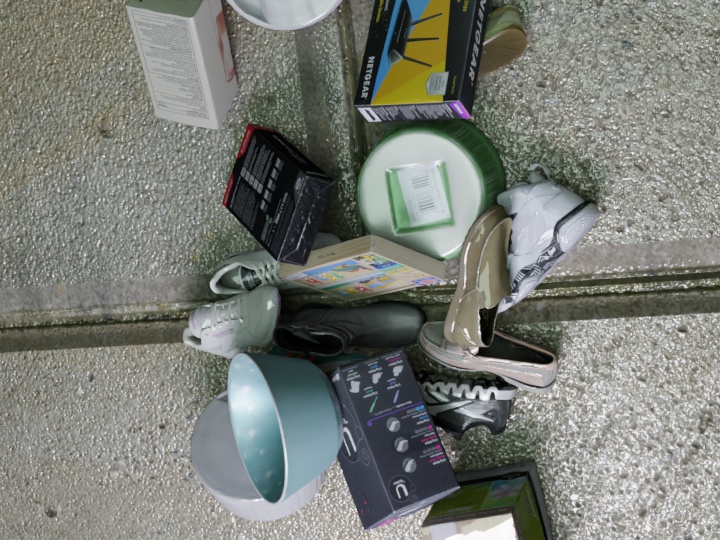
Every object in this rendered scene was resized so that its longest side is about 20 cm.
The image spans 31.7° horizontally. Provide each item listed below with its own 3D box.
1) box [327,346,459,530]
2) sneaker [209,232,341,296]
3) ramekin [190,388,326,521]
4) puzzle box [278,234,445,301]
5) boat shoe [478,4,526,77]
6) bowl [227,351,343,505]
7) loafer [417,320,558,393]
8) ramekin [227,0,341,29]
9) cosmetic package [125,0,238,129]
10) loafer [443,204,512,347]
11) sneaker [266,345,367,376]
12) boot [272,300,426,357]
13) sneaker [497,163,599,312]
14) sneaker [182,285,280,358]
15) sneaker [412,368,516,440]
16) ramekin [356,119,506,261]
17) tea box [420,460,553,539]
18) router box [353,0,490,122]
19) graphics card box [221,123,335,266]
[{"bbox_3d":[0.031,0.222,1.677,0.202,0.105,0.122,67,155,14],"label":"box"},{"bbox_3d":[-0.116,0.000,1.788,0.197,0.080,0.077,-15,95,17],"label":"sneaker"},{"bbox_3d":[-0.135,0.259,1.793,0.199,0.204,0.095,7,143,14],"label":"ramekin"},{"bbox_3d":[0.000,0.000,1.690,0.199,0.132,0.026,-15,63,49],"label":"puzzle box"},{"bbox_3d":[0.123,-0.283,1.676,0.199,0.073,0.064,-27,48,23],"label":"boat shoe"},{"bbox_3d":[-0.092,0.195,1.668,0.104,0.200,0.204,-13,100,-23],"label":"bowl"},{"bbox_3d":[0.175,0.103,1.722,0.198,0.072,0.063,19,147,9],"label":"loafer"},{"bbox_3d":[-0.091,-0.422,1.679,0.199,0.094,0.205,3,102,15],"label":"ramekin"},{"bbox_3d":[-0.235,-0.297,1.702,0.102,0.088,0.201,13,143,13],"label":"cosmetic package"},{"bbox_3d":[0.166,0.012,1.648,0.067,0.076,0.202,27,120,28],"label":"loafer"},{"bbox_3d":[-0.083,0.134,1.781,0.197,0.081,0.072,-10,143,1],"label":"sneaker"},{"bbox_3d":[-0.013,0.089,1.745,0.197,0.132,0.071,-4,100,11],"label":"boot"},{"bbox_3d":[0.215,-0.043,1.690,0.115,0.075,0.200,45,113,11],"label":"sneaker"},{"bbox_3d":[-0.180,0.075,1.772,0.200,0.099,0.076,-36,51,49],"label":"sneaker"},{"bbox_3d":[0.116,0.190,1.765,0.197,0.066,0.092,4,98,13],"label":"sneaker"},{"bbox_3d":[0.090,-0.105,1.697,0.197,0.098,0.203,3,102,16],"label":"ramekin"},{"bbox_3d":[0.184,0.393,1.720,0.132,0.197,0.203,-12,97,18],"label":"tea box"},{"bbox_3d":[0.082,-0.291,1.625,0.147,0.051,0.203,0,68,26],"label":"router box"},{"bbox_3d":[-0.115,-0.105,1.720,0.050,0.200,0.127,10,109,-33],"label":"graphics card box"}]
